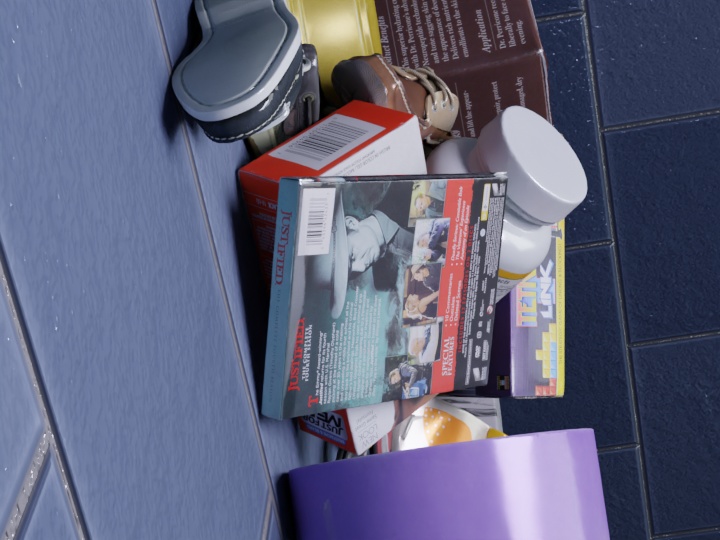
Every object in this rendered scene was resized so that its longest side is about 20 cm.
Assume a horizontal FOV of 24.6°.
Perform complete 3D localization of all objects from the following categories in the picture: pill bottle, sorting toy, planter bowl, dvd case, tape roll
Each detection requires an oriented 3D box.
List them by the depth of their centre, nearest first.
[{"bbox_3d":[0.020,0.011,1.048,0.199,0.022,0.148,-6,104,-48],"label":"dvd case"},{"bbox_3d":[0.056,0.155,1.048,0.200,0.197,0.086,46,36,-79],"label":"tape roll"},{"bbox_3d":[0.066,-0.024,1.194,0.112,0.200,0.114,30,37,-26],"label":"pill bottle"},{"bbox_3d":[-0.029,-0.180,1.238,0.200,0.082,0.203,-8,90,-83],"label":"planter bowl"},{"bbox_3d":[0.053,0.223,1.369,0.200,0.106,0.182,100,8,-70],"label":"sorting toy"}]

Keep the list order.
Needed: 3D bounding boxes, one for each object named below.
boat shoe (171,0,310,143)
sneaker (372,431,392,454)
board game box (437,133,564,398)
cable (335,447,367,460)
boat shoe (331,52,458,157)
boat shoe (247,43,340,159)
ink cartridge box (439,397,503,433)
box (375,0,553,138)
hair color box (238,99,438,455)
[{"bbox_3d":[-0.059,-0.110,0.924,0.201,0.075,0.061,-85,159,-61],"label":"boat shoe"},{"bbox_3d":[0.062,0.197,1.538,0.074,0.086,0.203,-65,146,-80],"label":"sneaker"},{"bbox_3d":[0.092,-0.001,1.310,0.165,0.056,0.203,-7,-98,60],"label":"board game box"},{"bbox_3d":[0.011,0.117,1.266,0.098,0.050,0.200,-62,-172,14],"label":"cable"},{"bbox_3d":[0.029,-0.118,1.176,0.076,0.071,0.200,57,0,10],"label":"boat shoe"},{"bbox_3d":[-0.035,-0.086,1.131,0.201,0.065,0.073,66,20,-58],"label":"boat shoe"},{"bbox_3d":[0.086,0.166,1.665,0.067,0.114,0.202,71,12,-58],"label":"ink cartridge box"},{"bbox_3d":[0.056,-0.174,1.430,0.165,0.197,0.168,72,8,-55],"label":"box"},{"bbox_3d":[-0.002,0.005,1.089,0.110,0.064,0.202,-34,127,-33],"label":"hair color box"}]
